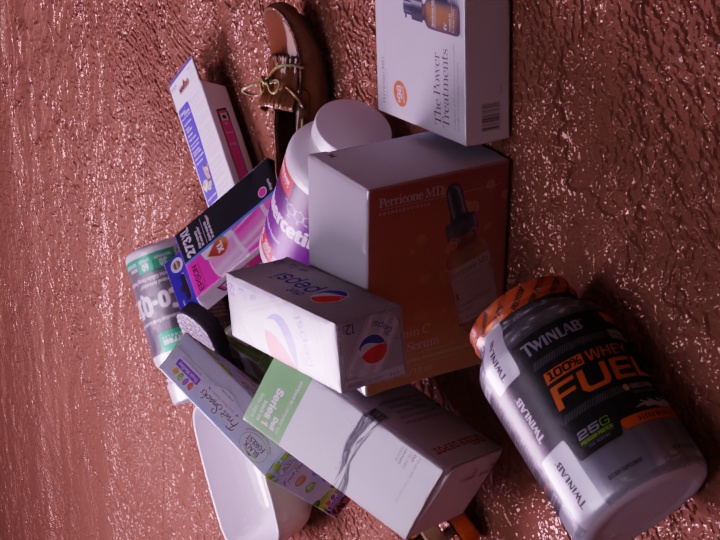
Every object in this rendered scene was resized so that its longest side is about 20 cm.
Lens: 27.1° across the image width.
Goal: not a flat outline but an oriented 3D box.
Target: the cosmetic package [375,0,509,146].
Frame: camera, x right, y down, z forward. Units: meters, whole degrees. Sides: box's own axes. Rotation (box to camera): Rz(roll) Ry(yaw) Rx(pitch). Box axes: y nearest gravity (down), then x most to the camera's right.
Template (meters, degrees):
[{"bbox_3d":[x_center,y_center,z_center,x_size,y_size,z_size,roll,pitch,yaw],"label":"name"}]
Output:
[{"bbox_3d":[0.070,-0.225,1.316,0.151,0.051,0.201,32,130,56],"label":"cosmetic package"}]

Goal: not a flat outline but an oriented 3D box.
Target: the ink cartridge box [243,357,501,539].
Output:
[{"bbox_3d":[0.014,0.154,1.408,0.200,0.146,0.085,35,106,21],"label":"ink cartridge box"}]

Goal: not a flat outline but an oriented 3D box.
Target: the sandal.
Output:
[{"bbox_3d":[-0.153,0.103,1.656,0.076,0.043,0.201,33,151,24],"label":"sandal"}]

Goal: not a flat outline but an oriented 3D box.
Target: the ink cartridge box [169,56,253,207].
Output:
[{"bbox_3d":[-0.175,-0.151,1.798,0.095,0.037,0.201,-35,74,61],"label":"ink cartridge box"}]

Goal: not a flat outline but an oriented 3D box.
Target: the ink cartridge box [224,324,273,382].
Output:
[{"bbox_3d":[-0.069,0.138,1.688,0.104,0.059,0.200,25,153,55],"label":"ink cartridge box"}]

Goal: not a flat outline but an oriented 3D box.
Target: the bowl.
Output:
[{"bbox_3d":[-0.129,0.243,1.868,0.200,0.074,0.201,-25,81,62],"label":"bowl"}]

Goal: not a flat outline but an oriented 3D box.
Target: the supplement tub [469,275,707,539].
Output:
[{"bbox_3d":[0.176,0.110,1.195,0.200,0.122,0.123,59,148,28],"label":"supplement tub"}]

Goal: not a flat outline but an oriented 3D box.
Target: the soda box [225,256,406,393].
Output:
[{"bbox_3d":[-0.042,0.044,1.300,0.200,0.068,0.064,22,121,55],"label":"soda box"}]

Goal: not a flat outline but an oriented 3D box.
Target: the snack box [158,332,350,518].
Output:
[{"bbox_3d":[-0.103,0.158,1.532,0.200,0.053,0.142,39,180,38],"label":"snack box"}]

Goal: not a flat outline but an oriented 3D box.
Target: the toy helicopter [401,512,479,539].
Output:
[{"bbox_3d":[0.035,0.227,1.538,0.132,0.079,0.200,54,174,-16],"label":"toy helicopter"}]

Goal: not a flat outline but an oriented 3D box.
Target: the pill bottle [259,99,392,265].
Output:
[{"bbox_3d":[-0.031,-0.074,1.501,0.113,0.112,0.200,58,148,30],"label":"pill bottle"}]

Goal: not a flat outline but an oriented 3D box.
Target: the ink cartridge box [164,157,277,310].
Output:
[{"bbox_3d":[-0.153,-0.031,1.708,0.200,0.037,0.095,-40,55,23],"label":"ink cartridge box"}]

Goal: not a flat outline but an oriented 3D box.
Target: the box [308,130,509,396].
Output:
[{"bbox_3d":[0.042,-0.011,1.354,0.106,0.152,0.201,36,133,51],"label":"box"}]

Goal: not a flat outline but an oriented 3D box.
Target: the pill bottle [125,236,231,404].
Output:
[{"bbox_3d":[-0.222,0.063,1.915,0.113,0.113,0.201,-29,77,61],"label":"pill bottle"}]

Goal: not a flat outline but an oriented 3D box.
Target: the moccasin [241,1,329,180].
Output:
[{"bbox_3d":[-0.078,-0.180,1.575,0.074,0.077,0.202,21,120,57],"label":"moccasin"}]
